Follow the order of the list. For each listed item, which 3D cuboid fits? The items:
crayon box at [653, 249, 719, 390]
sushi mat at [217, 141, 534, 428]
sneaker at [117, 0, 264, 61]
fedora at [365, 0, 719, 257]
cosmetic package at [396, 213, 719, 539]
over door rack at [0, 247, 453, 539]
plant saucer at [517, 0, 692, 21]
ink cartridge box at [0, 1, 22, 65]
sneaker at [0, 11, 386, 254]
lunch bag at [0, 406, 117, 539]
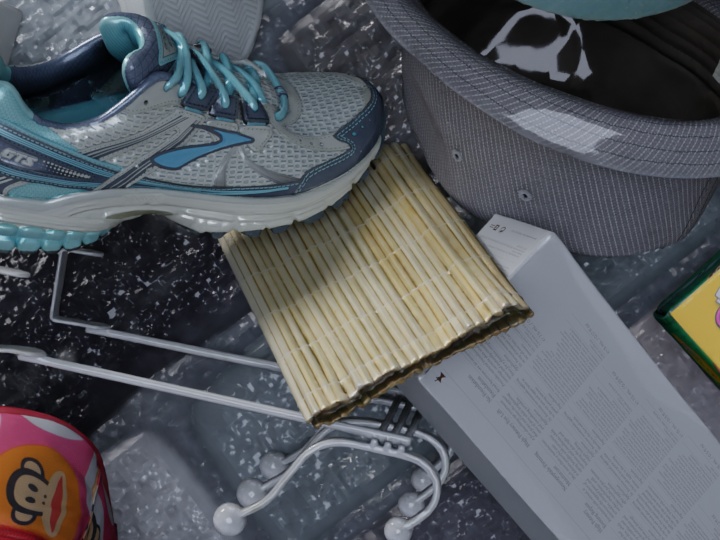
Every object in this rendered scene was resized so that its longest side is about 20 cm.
[{"bbox_3d":[0.240,-0.004,0.985,0.200,0.058,0.119,-42,89,2],"label":"crayon box"},{"bbox_3d":[0.000,0.000,0.930,0.095,0.200,0.012,-29,115,-1],"label":"sushi mat"},{"bbox_3d":[-0.111,-0.178,0.993,0.074,0.115,0.201,-32,124,-34],"label":"sneaker"},{"bbox_3d":[0.082,-0.074,0.959,0.199,0.177,0.091,30,126,19],"label":"fedora"},{"bbox_3d":[0.095,0.076,0.948,0.083,0.051,0.200,-47,118,-13],"label":"cosmetic package"},{"bbox_3d":[-0.060,0.058,0.951,0.199,0.148,0.067,23,95,3],"label":"over door rack"},{"bbox_3d":[0.095,-0.203,0.927,0.200,0.039,0.202,5,74,-19],"label":"plant saucer"},{"bbox_3d":[-0.268,-0.075,0.957,0.199,0.147,0.147,17,92,1],"label":"ink cartridge box"},{"bbox_3d":[-0.077,-0.064,0.949,0.199,0.078,0.087,-12,130,-24],"label":"sneaker"},{"bbox_3d":[-0.186,0.132,0.937,0.175,0.201,0.082,2,52,7],"label":"lunch bag"}]
